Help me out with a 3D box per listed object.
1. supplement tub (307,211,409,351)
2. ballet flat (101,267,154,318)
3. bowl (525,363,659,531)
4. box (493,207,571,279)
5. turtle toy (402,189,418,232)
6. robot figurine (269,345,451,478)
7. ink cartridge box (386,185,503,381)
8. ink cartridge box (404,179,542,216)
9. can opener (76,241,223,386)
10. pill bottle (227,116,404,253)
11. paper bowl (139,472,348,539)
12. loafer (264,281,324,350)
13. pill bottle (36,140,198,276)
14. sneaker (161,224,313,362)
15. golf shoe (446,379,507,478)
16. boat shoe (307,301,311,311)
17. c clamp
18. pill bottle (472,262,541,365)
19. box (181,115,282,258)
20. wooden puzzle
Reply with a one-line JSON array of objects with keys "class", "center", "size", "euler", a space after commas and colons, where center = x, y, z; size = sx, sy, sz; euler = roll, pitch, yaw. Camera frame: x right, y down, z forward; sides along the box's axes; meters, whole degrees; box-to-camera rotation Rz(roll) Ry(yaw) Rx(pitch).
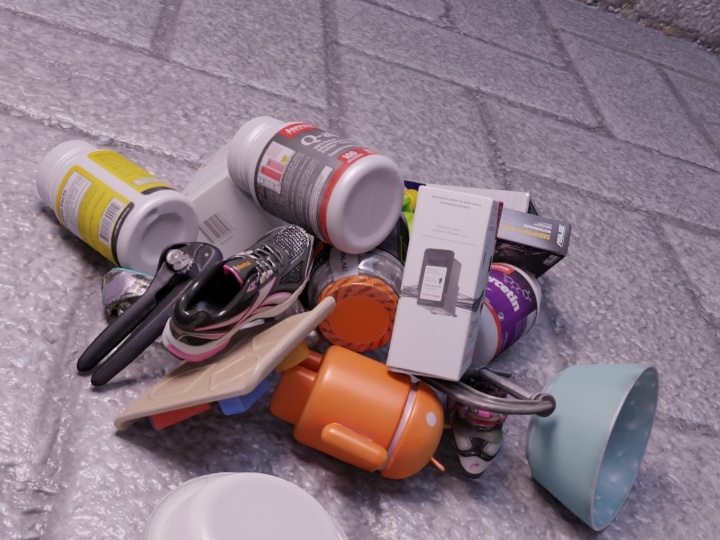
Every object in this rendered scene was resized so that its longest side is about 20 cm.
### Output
[{"class": "supplement tub", "center": [0.000, 0.000, 1.260], "size": [0.122, 0.123, 0.200], "euler": [18, 31, -10]}, {"class": "ballet flat", "center": [-0.201, 0.048, 1.214], "size": [0.200, 0.072, 0.072], "euler": [9, 33, -10]}, {"class": "bowl", "center": [0.264, 0.189, 1.226], "size": [0.105, 0.201, 0.201], "euler": [18, 25, 30]}, {"class": "box", "center": [0.192, -0.036, 1.489], "size": [0.158, 0.200, 0.048], "euler": [13, 74, -5]}, {"class": "turtle toy", "center": [0.029, -0.053, 1.454], "size": [0.200, 0.101, 0.146], "euler": [-7, 6, 42]}, {"class": "robot figurine", "center": [0.005, 0.154, 1.147], "size": [0.200, 0.117, 0.144], "euler": [23, -13, -1]}, {"class": "ink cartridge box", "center": [0.096, 0.013, 1.163], "size": [0.083, 0.200, 0.145], "euler": [11, 5, 11]}, {"class": "ink cartridge box", "center": [0.172, -0.073, 1.553], "size": [0.200, 0.043, 0.198], "euler": [10, -14, 24]}, {"class": "can opener", "center": [-0.222, 0.046, 1.131], "size": [0.063, 0.079, 0.200], "euler": [27, 67, 36]}, {"class": "pill bottle", "center": [-0.056, -0.105, 1.207], "size": [0.200, 0.116, 0.116], "euler": [28, 27, 37]}, {"class": "paper bowl", "center": [-0.097, 0.261, 0.928], "size": [0.201, 0.104, 0.201], "euler": [18, 32, -12]}, {"class": "loafer", "center": [-0.086, 0.033, 1.299], "size": [0.070, 0.070, 0.200], "euler": [-22, 45, 6]}, {"class": "pill bottle", "center": [-0.300, -0.080, 1.279], "size": [0.200, 0.114, 0.114], "euler": [32, 30, 33]}, {"class": "sneaker", "center": [-0.119, 0.014, 1.097], "size": [0.080, 0.086, 0.200], "euler": [37, 57, 11]}, {"class": "golf shoe", "center": [0.133, 0.179, 1.243], "size": [0.073, 0.092, 0.200], "euler": [11, 9, 7]}, {"class": "boat shoe", "center": [0.022, 0.047, 1.367], "size": [0.200, 0.066, 0.074], "euler": [-10, 38, -27]}, {"class": "c clamp", "center": [0.149, 0.129, 1.191], "size": [0.171, 0.027, 0.200], "euler": [10, 8, -24]}, {"class": "pill bottle", "center": [0.168, 0.056, 1.409], "size": [0.112, 0.113, 0.200], "euler": [36, 32, 19]}, {"class": "box", "center": [-0.162, -0.100, 1.385], "size": [0.097, 0.124, 0.200], "euler": [49, 27, -18]}, {"class": "wooden puzzle", "center": [-0.133, 0.106, 1.090], "size": [0.046, 0.200, 0.185], "euler": [63, 31, -10]}]
